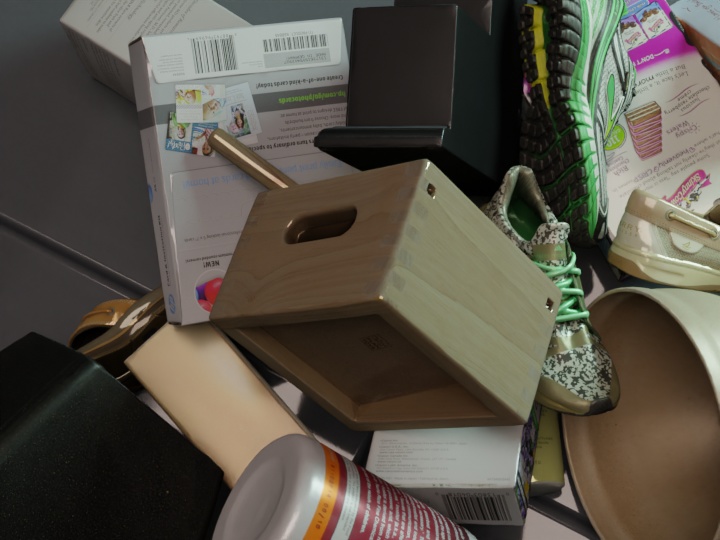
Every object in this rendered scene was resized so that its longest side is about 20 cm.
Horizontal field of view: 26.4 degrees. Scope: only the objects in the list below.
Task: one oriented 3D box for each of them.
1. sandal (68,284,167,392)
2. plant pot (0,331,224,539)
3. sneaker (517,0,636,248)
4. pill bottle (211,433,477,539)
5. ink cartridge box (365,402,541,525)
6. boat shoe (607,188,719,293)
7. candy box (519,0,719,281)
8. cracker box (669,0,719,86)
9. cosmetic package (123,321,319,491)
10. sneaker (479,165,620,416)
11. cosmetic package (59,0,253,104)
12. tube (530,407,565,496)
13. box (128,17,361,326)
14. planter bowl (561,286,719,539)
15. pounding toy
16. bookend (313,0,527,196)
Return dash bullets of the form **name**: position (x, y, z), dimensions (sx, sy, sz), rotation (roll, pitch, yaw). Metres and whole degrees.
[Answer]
- **sandal**: position (-0.181, 0.047, 1.174), dimensions (0.199, 0.080, 0.054), rotation (-39, 60, -7)
- **plant pot**: position (-0.215, 0.157, 1.053), dimensions (0.200, 0.199, 0.178), rotation (43, 75, -25)
- **sneaker**: position (0.169, -0.117, 1.118), dimensions (0.084, 0.078, 0.202), rotation (1, 88, -26)
- **pill bottle**: position (0.010, 0.199, 1.006), dimensions (0.199, 0.113, 0.114), rotation (32, 78, -21)
- **ink cartridge box**: position (0.075, 0.085, 1.099), dimensions (0.108, 0.051, 0.201), rotation (-2, 47, 18)
- **boat shoe**: position (0.272, -0.017, 1.108), dimensions (0.198, 0.072, 0.066), rotation (9, 102, -23)
- **candy box**: position (0.209, -0.113, 1.182), dimensions (0.135, 0.061, 0.201), rotation (-28, 74, -1)
- **cracker box**: position (0.353, -0.203, 1.161), dimensions (0.199, 0.058, 0.134), rotation (-30, 37, -3)
- **cosmetic package**: position (-0.078, 0.126, 1.127), dimensions (0.071, 0.105, 0.200), rotation (-41, 74, -7)
- **sneaker**: position (0.125, 0.009, 1.056), dimensions (0.076, 0.089, 0.201), rotation (-12, 53, -16)
- **cosmetic package**: position (-0.125, -0.154, 1.201), dimensions (0.199, 0.108, 0.085), rotation (32, 77, 11)
- **tube**: position (0.115, 0.067, 1.154), dimensions (0.058, 0.052, 0.202), rotation (8, 67, -33)
- **box**: position (-0.075, -0.072, 1.099), dimensions (0.154, 0.041, 0.202), rotation (-10, 92, -23)
- **planter bowl**: position (0.248, 0.105, 1.069), dimensions (0.133, 0.200, 0.202), rotation (-6, 73, -23)
- **pounding toy**: position (0.000, 0.000, 1.016), dimensions (0.199, 0.184, 0.143), rotation (-7, 53, 43)
- **bookend**: position (0.050, -0.166, 1.092), dimensions (0.091, 0.200, 0.201), rotation (1, 85, 20)
